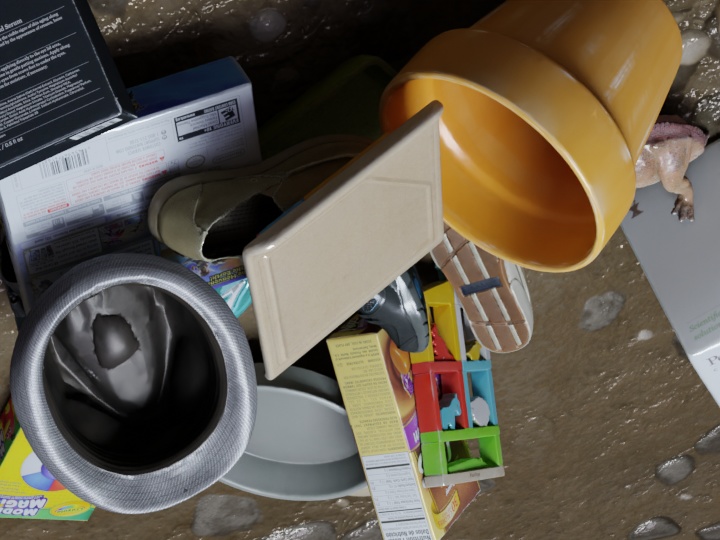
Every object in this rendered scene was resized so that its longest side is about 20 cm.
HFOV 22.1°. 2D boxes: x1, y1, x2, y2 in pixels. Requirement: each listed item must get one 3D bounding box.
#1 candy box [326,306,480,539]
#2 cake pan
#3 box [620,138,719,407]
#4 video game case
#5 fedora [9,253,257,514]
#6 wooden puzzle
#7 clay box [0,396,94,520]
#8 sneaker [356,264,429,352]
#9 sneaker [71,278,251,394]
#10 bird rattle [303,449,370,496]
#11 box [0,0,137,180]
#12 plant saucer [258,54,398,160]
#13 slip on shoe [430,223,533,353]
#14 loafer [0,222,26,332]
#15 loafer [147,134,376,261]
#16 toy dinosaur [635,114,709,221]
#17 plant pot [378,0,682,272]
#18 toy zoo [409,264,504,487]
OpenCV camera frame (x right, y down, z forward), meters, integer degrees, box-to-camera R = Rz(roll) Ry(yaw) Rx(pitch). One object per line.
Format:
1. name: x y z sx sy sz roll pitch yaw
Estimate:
1. candy box: 0.041 0.132 1.647 0.056 0.117 0.201 -8 105 27
2. cake pan: -0.074 0.148 1.700 0.199 0.037 0.201 6 144 5
3. box: 0.368 -0.003 1.661 0.198 0.201 0.171 -29 139 11
4. video game case: -0.170 -0.050 1.385 0.199 0.046 0.182 -19 133 -15
5. fedora: -0.175 0.072 1.377 0.176 0.090 0.201 -32 116 -6
6. wooden puzzle: -0.012 -0.024 1.367 0.185 0.037 0.200 -39 157 -20
7. clay box: -0.277 0.165 1.670 0.114 0.048 0.200 7 132 -31
8. sneaker: 0.000 0.000 1.525 0.081 0.073 0.200 -21 132 8
9. sneaker: -0.158 0.050 1.470 0.199 0.080 0.078 -35 112 -12
10. bird rattle: 0.018 0.166 1.778 0.162 0.113 0.201 -2 137 1
11. box: -0.272 -0.128 1.249 0.199 0.142 0.079 -23 -178 2
12. plant saucer: -0.017 -0.084 1.505 0.200 0.048 0.199 -36 139 16
13. slip on shoe: 0.109 -0.018 1.637 0.076 0.061 0.201 -13 126 19
14. loafer: -0.262 -0.019 1.436 0.063 0.072 0.201 -31 144 -40
15. loafer: -0.057 -0.044 1.373 0.199 0.068 0.076 -18 133 -21
16. toy dinosaur: 0.236 -0.105 1.579 0.199 0.086 0.136 -13 134 -20
17. plant pot: 0.145 -0.133 1.400 0.183 0.199 0.201 -50 149 -25
18. toy zoo: 0.084 0.090 1.658 0.020 0.201 0.131 -9 174 28
